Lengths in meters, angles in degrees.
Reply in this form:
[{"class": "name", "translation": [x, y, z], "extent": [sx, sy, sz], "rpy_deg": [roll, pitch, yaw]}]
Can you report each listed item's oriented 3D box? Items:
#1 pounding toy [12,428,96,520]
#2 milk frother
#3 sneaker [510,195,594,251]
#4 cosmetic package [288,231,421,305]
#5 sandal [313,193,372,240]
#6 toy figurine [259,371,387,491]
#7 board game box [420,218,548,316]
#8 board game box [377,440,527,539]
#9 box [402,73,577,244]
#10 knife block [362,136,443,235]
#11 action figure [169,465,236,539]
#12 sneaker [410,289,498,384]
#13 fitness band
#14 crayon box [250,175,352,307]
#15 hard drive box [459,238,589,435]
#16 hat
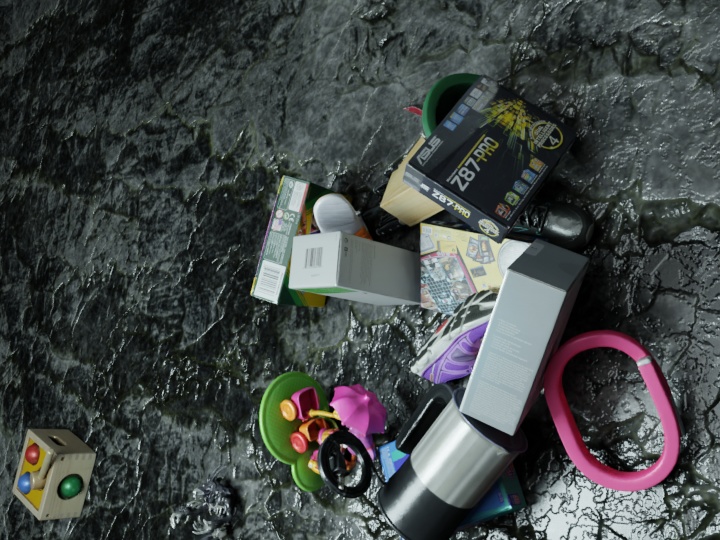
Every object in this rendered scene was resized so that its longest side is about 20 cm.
[{"class": "pounding toy", "translation": [-0.704, 0.457, 1.807], "extent": [0.200, 0.142, 0.185], "rpy_deg": [18, 94, 43]}, {"class": "milk frother", "translation": [0.075, 0.237, 1.040], "extent": [0.188, 0.200, 0.181], "rpy_deg": [-56, 47, 18]}, {"class": "sneaker", "translation": [0.227, -0.073, 1.109], "extent": [0.200, 0.079, 0.076], "rpy_deg": [18, 93, 42]}, {"class": "cosmetic package", "translation": [0.000, 0.000, 1.217], "extent": [0.107, 0.200, 0.085], "rpy_deg": [-5, 76, 44]}, {"class": "sandal", "translation": [-0.029, -0.076, 1.278], "extent": [0.079, 0.207, 0.059], "rpy_deg": [-19, 57, 1]}, {"class": "toy figurine", "translation": [-0.037, 0.252, 1.240], "extent": [0.184, 0.150, 0.201], "rpy_deg": [-12, 96, 43]}, {"class": "board game box", "translation": [0.172, 0.007, 1.141], "extent": [0.200, 0.035, 0.136], "rpy_deg": [15, 113, 43]}, {"class": "board game box", "translation": [0.126, 0.296, 1.146], "extent": [0.200, 0.045, 0.153], "rpy_deg": [-33, 60, 34]}, {"class": "box", "translation": [0.177, -0.155, 1.077], "extent": [0.161, 0.049, 0.200], "rpy_deg": [34, 65, 12]}, {"class": "knife block", "translation": [0.076, -0.107, 1.210], "extent": [0.176, 0.064, 0.200], "rpy_deg": [-54, 21, 16]}, {"class": "action figure", "translation": [-0.282, 0.461, 1.449], "extent": [0.119, 0.102, 0.201], "rpy_deg": [-18, 71, 51]}, {"class": "sneaker", "translation": [0.153, 0.101, 1.131], "extent": [0.083, 0.081, 0.200], "rpy_deg": [35, 137, -3]}, {"class": "fitness band", "translation": [0.308, 0.172, 0.971], "extent": [0.143, 0.037, 0.201], "rpy_deg": [-22, 90, 26]}, {"class": "crayon box", "translation": [-0.093, -0.043, 1.326], "extent": [0.058, 0.172, 0.201], "rpy_deg": [17, 93, 24]}, {"class": "hard drive box", "translation": [0.209, 0.080, 1.000], "extent": [0.077, 0.156, 0.201], "rpy_deg": [23, 113, 18]}, {"class": "hat", "translation": [0.147, -0.191, 1.222], "extent": [0.176, 0.165, 0.201], "rpy_deg": [127, 162, -62]}]
